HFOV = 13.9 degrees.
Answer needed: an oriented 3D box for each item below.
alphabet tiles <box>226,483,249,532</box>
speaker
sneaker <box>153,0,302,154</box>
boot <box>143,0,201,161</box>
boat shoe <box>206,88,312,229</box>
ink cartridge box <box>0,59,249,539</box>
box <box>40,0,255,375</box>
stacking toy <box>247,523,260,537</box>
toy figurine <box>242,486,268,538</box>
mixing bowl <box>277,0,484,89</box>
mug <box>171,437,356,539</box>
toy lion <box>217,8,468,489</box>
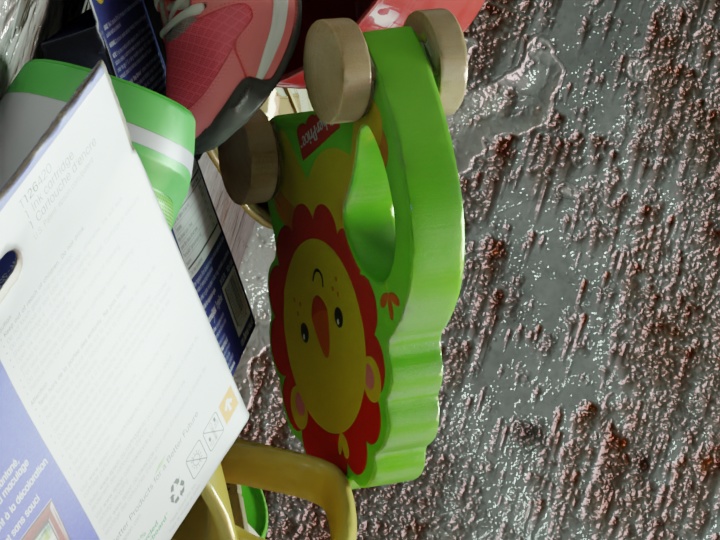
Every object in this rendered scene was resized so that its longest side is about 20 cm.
[{"bbox_3d":[-0.133,0.168,1.417,0.200,0.006,0.167,-33,-141,17],"label":"alphabet tiles"},{"bbox_3d":[-0.129,0.022,1.173,0.088,0.088,0.201,102,5,-83],"label":"speaker"},{"bbox_3d":[-0.075,-0.148,1.334,0.074,0.087,0.201,-26,-132,52],"label":"sneaker"},{"bbox_3d":[-0.052,-0.164,1.442,0.200,0.066,0.165,-54,-162,14],"label":"boot"},{"bbox_3d":[-0.064,-0.098,1.682,0.200,0.074,0.067,60,33,-50],"label":"boat shoe"},{"bbox_3d":[-0.127,0.058,1.066,0.198,0.047,0.200,-56,143,-31],"label":"ink cartridge box"},{"bbox_3d":[-0.097,-0.050,1.319,0.121,0.032,0.201,-70,143,-78],"label":"box"},{"bbox_3d":[-0.130,0.204,1.461,0.200,0.146,0.146,-40,165,-23],"label":"stacking toy"},{"bbox_3d":[-0.167,0.171,1.798,0.184,0.150,0.200,-58,-149,29],"label":"toy figurine"},{"bbox_3d":[0.002,-0.174,1.551,0.200,0.108,0.201,-22,-122,40],"label":"mixing bowl"},{"bbox_3d":[-0.113,0.106,1.335,0.149,0.186,0.153,-45,-162,17],"label":"mug"},{"bbox_3d":[0.000,0.000,1.355,0.200,0.068,0.193,141,-61,-64],"label":"toy lion"}]
